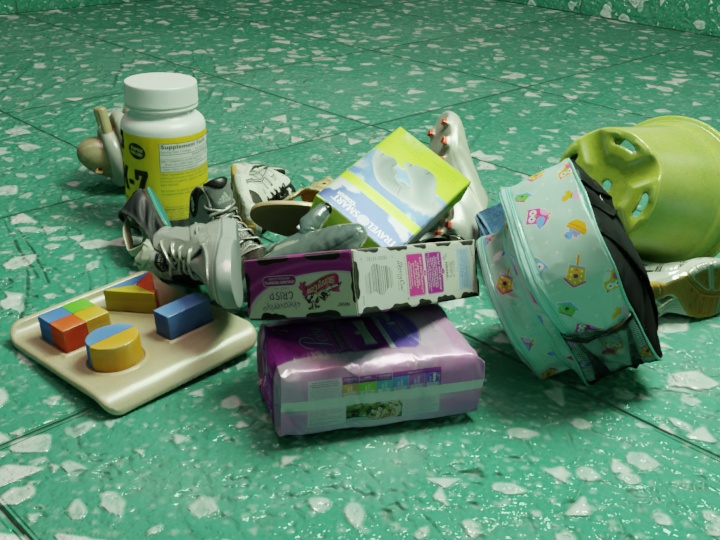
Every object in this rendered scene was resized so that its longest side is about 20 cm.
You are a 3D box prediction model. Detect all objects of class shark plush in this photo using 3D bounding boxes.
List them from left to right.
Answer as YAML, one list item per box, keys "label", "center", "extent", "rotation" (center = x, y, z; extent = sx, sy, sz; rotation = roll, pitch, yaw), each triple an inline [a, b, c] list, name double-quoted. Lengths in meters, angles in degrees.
- label: "shark plush"
  center: [-0.086, -0.010, 0.990]
  extent: [0.199, 0.091, 0.083]
  rotation: [-16, 12, 2]

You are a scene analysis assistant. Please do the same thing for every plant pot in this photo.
- label: "plant pot"
  center: [0.330, -0.095, 1.071]
  extent: [0.200, 0.201, 0.184]
  rotation: [24, 16, 38]

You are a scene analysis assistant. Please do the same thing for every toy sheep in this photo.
- label: "toy sheep"
  center: [-0.330, -0.195, 1.363]
  extent: [0.199, 0.138, 0.138]
  rotation: [-16, 30, -17]

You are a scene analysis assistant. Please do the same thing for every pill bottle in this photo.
- label: "pill bottle"
  center: [-0.264, -0.158, 1.210]
  extent: [0.114, 0.201, 0.114]
  rotation: [2, 25, -1]

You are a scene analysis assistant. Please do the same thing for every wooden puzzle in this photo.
- label: "wooden puzzle"
  center: [-0.237, 0.057, 0.930]
  extent: [0.200, 0.046, 0.185]
  rotation: [24, 36, 38]

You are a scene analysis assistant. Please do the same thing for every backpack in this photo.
- label: "backpack"
  center: [0.200, -0.001, 0.886]
  extent: [0.153, 0.200, 0.176]
  rotation: [-17, 46, 12]

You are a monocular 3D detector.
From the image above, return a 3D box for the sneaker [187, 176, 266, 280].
- label: "sneaker"
  center: [-0.162, -0.051, 1.091]
  extent: [0.075, 0.116, 0.200]
  rotation: [-18, 31, -35]

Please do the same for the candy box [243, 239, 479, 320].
- label: "candy box"
  center: [0.006, 0.008, 0.866]
  extent: [0.136, 0.061, 0.200]
  rotation: [-5, 2, 40]

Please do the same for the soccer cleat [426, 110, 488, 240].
- label: "soccer cleat"
  center: [0.135, -0.122, 1.229]
  extent: [0.077, 0.201, 0.069]
  rotation: [8, -22, -27]

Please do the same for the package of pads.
- label: "package of pads"
  center: [0.005, 0.091, 0.853]
  extent: [0.199, 0.076, 0.121]
  rotation: [-5, 22, -15]

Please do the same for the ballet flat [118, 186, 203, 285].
- label: "ballet flat"
  center: [-0.251, -0.030, 1.105]
  extent: [0.073, 0.073, 0.200]
  rotation: [-13, 41, -29]

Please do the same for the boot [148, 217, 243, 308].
- label: "boot"
  center: [-0.176, -0.006, 0.950]
  extent: [0.095, 0.074, 0.200]
  rotation: [-6, 16, -6]

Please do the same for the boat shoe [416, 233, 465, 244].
- label: "boat shoe"
  center: [0.093, -0.011, 1.071]
  extent: [0.068, 0.057, 0.200]
  rotation: [31, 29, 12]

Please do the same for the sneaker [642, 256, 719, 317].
- label: "sneaker"
  center: [0.353, 0.011, 1.046]
  extent: [0.199, 0.076, 0.088]
  rotation: [-7, 27, -20]

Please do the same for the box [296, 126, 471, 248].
- label: "box"
  center: [0.031, -0.082, 1.091]
  extent: [0.122, 0.048, 0.200]
  rotation: [39, 53, 10]

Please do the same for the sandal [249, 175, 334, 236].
- label: "sandal"
  center: [-0.034, -0.085, 1.145]
  extent: [0.211, 0.078, 0.070]
  rotation: [5, 60, -7]

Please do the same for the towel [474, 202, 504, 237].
- label: "towel"
  center: [0.210, -0.030, 1.096]
  extent: [0.111, 0.049, 0.200]
  rotation: [-23, 29, 10]

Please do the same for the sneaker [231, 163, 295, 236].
- label: "sneaker"
  center: [-0.132, -0.106, 1.239]
  extent: [0.087, 0.076, 0.200]
  rotation: [-3, 26, -9]
